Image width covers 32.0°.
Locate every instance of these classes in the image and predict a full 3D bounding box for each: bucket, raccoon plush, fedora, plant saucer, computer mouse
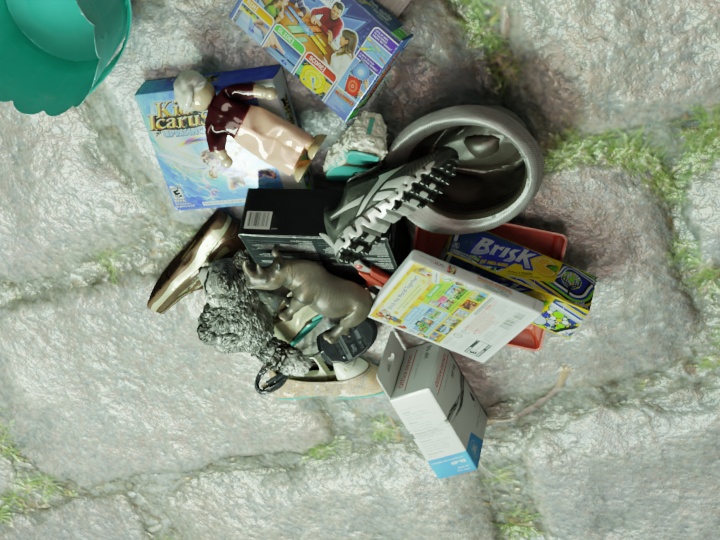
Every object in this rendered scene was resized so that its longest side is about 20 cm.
[{"bbox_3d":[-0.393,-0.312,1.568,0.207,0.135,0.207,7,127,10],"label":"bucket"},{"bbox_3d":[-0.138,0.053,1.741,0.200,0.097,0.134,20,138,-11],"label":"raccoon plush"},{"bbox_3d":[0.136,-0.141,1.574,0.200,0.090,0.177,-24,115,32],"label":"fedora"},{"bbox_3d":[0.167,0.005,1.704,0.199,0.037,0.200,12,127,7],"label":"plant saucer"},{"bbox_3d":[-0.065,0.124,1.815,0.200,0.034,0.059,-26,85,6],"label":"computer mouse"}]

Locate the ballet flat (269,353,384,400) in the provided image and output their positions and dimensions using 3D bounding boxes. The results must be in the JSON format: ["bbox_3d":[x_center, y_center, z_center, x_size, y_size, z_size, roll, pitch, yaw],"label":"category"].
[{"bbox_3d":[-0.046,0.153,1.849,0.200,0.068,0.067,-7,115,17],"label":"ballet flat"}]

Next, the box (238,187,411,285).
[{"bbox_3d":[-0.044,-0.043,1.668,0.200,0.079,0.141,2,152,13],"label":"box"}]

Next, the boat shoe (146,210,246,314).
[{"bbox_3d":[-0.229,0.005,1.789,0.075,0.075,0.202,34,126,-17],"label":"boat shoe"}]

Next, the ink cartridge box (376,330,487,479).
[{"bbox_3d":[0.105,0.184,1.797,0.067,0.116,0.200,-18,119,26],"label":"ink cartridge box"}]

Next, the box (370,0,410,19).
[{"bbox_3d":[0.024,-0.312,1.516,0.041,0.039,0.200,34,126,-9],"label":"box"}]

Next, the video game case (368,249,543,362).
[{"bbox_3d":[0.119,0.050,1.644,0.182,0.023,0.200,22,154,-8],"label":"video game case"}]

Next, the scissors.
[{"bbox_3d":[0.000,0.000,1.641,0.200,0.014,0.073,26,151,-36],"label":"scissors"}]

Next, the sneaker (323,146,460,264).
[{"bbox_3d":[0.029,-0.100,1.537,0.200,0.066,0.091,-40,64,18],"label":"sneaker"}]

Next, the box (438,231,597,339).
[{"bbox_3d":[0.199,0.012,1.631,0.200,0.064,0.070,22,140,-2],"label":"box"}]

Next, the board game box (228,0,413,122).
[{"bbox_3d":[-0.050,-0.295,1.514,0.200,0.034,0.135,43,126,5],"label":"board game box"}]

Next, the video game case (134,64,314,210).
[{"bbox_3d":[-0.179,-0.172,1.666,0.200,0.045,0.182,-4,122,18],"label":"video game case"}]

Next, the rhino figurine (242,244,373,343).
[{"bbox_3d":[-0.071,0.026,1.650,0.200,0.060,0.087,27,122,-27],"label":"rhino figurine"}]

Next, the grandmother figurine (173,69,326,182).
[{"bbox_3d":[-0.150,-0.186,1.589,0.200,0.061,0.121,32,98,-4],"label":"grandmother figurine"}]

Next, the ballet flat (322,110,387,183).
[{"bbox_3d":[-0.001,-0.157,1.587,0.072,0.072,0.200,31,168,-8],"label":"ballet flat"}]

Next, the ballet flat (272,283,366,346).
[{"bbox_3d":[-0.070,0.048,1.776,0.069,0.070,0.200,39,133,-14],"label":"ballet flat"}]
